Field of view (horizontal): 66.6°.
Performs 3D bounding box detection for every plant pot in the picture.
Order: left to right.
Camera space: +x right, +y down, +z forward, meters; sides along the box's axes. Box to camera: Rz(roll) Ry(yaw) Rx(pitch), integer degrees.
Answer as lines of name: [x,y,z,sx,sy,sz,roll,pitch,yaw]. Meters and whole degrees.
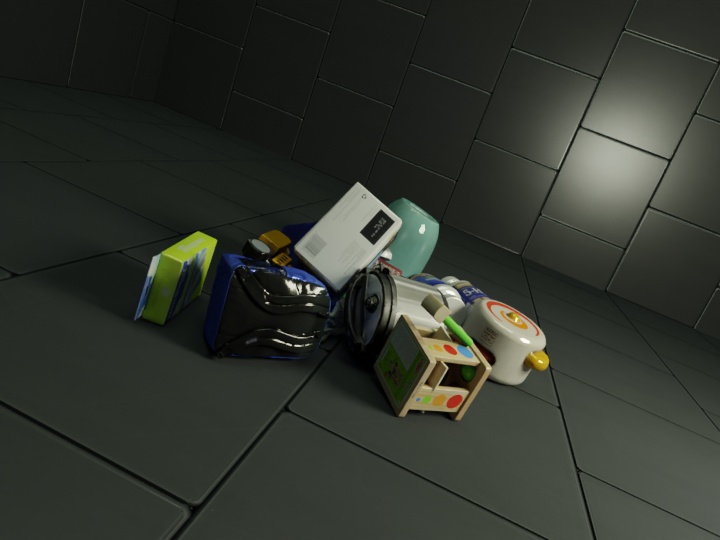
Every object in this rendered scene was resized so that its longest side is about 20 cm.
plant pot: [0.120,-0.099,1.506,0.199,0.162,0.201,32,14,-9]

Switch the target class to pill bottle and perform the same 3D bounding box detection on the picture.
pill bottle: [0.187,0.081,1.376,0.111,0.114,0.200,16,7,-18]
pill bottle: [0.283,0.097,1.484,0.118,0.121,0.200,12,18,-29]

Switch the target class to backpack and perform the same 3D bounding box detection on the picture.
backpack: [-0.160,0.056,0.964,0.198,0.165,0.168,11,15,-29]

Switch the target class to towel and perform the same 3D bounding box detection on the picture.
towel: [-0.120,-0.051,1.322,0.198,0.149,0.050,-3,-34,32]

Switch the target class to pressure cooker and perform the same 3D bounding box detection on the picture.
pressure cooker: [0.056,0.092,1.092,0.198,0.180,0.176,15,21,-26]

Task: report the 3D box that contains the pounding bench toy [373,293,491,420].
pounding bench toy: [0.147,0.145,0.967,0.154,0.202,0.125,11,28,-29]

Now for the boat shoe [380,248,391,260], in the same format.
boat shoe: [-0.008,-0.078,1.397,0.197,0.067,0.070,16,-8,20]

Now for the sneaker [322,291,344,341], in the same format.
sneaker: [-0.058,0.086,1.135,0.074,0.089,0.200,23,14,16]

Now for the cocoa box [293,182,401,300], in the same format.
cocoa box: [-0.027,-0.058,1.173,0.133,0.200,0.131,42,-10,7]

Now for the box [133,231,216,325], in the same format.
box: [-0.322,0.011,0.972,0.047,0.123,0.200,22,16,-2]

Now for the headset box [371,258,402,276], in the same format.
headset box: [0.000,0.000,1.385,0.147,0.076,0.199,12,-10,43]

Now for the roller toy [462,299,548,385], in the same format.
roller toy: [0.326,0.159,1.268,0.180,0.141,0.201,22,21,-10]

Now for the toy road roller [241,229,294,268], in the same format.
toy road roller: [-0.188,0.011,1.171,0.145,0.123,0.200,36,17,0]
